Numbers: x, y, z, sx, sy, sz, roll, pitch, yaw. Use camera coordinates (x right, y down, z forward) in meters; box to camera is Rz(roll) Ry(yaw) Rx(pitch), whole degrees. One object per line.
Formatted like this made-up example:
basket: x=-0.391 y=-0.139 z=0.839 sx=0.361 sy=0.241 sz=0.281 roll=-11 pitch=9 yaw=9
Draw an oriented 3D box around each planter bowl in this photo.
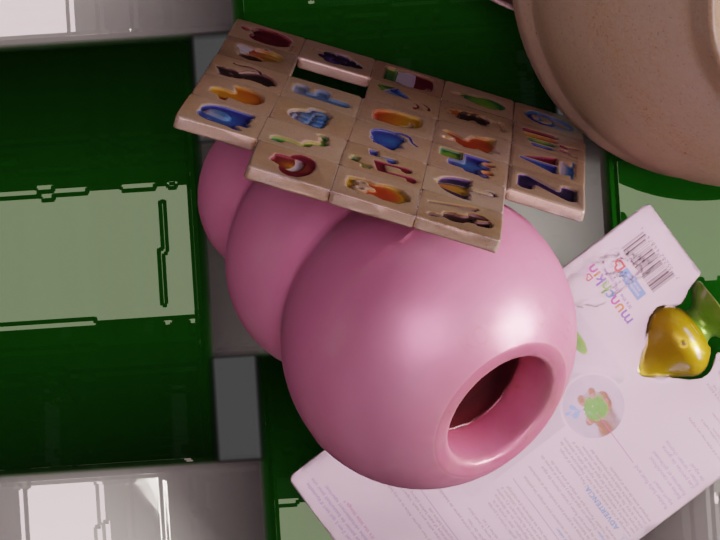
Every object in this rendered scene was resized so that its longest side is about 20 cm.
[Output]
planter bowl: x=0.174 y=-0.122 z=0.891 sx=0.198 sy=0.135 sz=0.202 roll=-3 pitch=106 yaw=-12

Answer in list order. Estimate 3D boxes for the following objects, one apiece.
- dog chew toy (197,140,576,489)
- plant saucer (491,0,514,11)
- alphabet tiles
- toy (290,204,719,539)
dog chew toy: x=0.000 y=0.000 z=0.910 sx=0.125 sy=0.125 sz=0.200 roll=-45 pitch=52 yaw=-1
plant saucer: x=0.104 y=-0.209 z=0.972 sx=0.198 sy=0.032 sz=0.202 roll=0 pitch=90 yaw=0
alphabet tiles: x=0.013 y=-0.056 z=0.891 sx=0.166 sy=0.200 sz=0.008 roll=17 pitch=111 yaw=0
toy: x=0.082 y=0.076 z=0.962 sx=0.199 sy=0.047 sz=0.116 roll=-37 pitch=88 yaw=5
